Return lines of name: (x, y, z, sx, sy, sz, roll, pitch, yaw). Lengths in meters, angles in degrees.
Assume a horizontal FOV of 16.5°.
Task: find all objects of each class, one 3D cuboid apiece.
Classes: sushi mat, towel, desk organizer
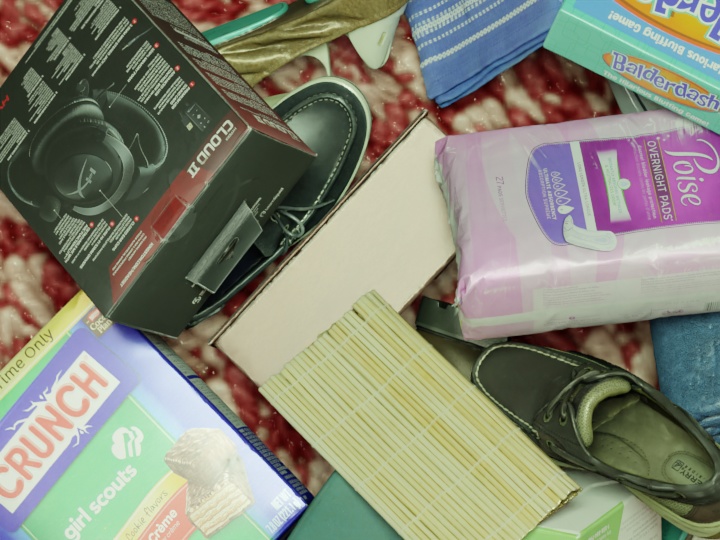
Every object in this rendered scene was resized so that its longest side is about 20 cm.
sushi mat: (0.032, 0.098, 1.474, 0.096, 0.012, 0.200, -43, 57, -7)
towel: (0.057, -0.217, 1.560, 0.024, 0.144, 0.202, -15, 82, -37)
towel: (0.230, 0.007, 1.528, 0.111, 0.049, 0.201, -11, 58, 13)
desk organizer: (0.000, 0.000, 1.571, 0.077, 0.072, 0.200, 43, 88, 2)

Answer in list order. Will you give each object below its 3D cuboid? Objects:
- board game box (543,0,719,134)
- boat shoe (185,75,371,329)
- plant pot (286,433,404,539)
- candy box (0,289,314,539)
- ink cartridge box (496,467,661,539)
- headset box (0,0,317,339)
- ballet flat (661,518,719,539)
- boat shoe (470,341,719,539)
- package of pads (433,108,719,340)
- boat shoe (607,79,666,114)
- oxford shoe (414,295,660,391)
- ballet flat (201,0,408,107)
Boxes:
board game box: (0.217, -0.185, 1.490, 0.151, 0.045, 0.201, 26, 62, 2)
boat shoe: (-0.066, -0.038, 1.566, 0.075, 0.062, 0.200, 44, 96, -6)
plant pot: (0.011, 0.202, 1.525, 0.140, 0.141, 0.201, 25, 77, 4)
candy box: (-0.155, 0.135, 1.563, 0.200, 0.077, 0.169, 44, 89, 6)
ink cartridge box: (0.131, 0.231, 1.502, 0.067, 0.117, 0.202, 6, 106, 31)
headset box: (-0.133, -0.069, 1.523, 0.149, 0.077, 0.200, -52, 58, 13)
ballet flat: (0.238, 0.124, 1.560, 0.069, 0.069, 0.201, 27, 90, 4)
boat shoe: (0.145, 0.086, 1.462, 0.199, 0.065, 0.073, 25, 71, 31)
package of pads: (0.147, -0.029, 1.482, 0.198, 0.076, 0.121, -7, 57, 0)
boat shoe: (0.169, -0.169, 1.539, 0.073, 0.067, 0.201, -38, 98, -44)
oxford shoe: (0.120, 0.087, 1.562, 0.199, 0.073, 0.085, 19, 89, 16)
ballet flat: (-0.027, -0.149, 1.581, 0.199, 0.068, 0.073, -28, 107, 10)
